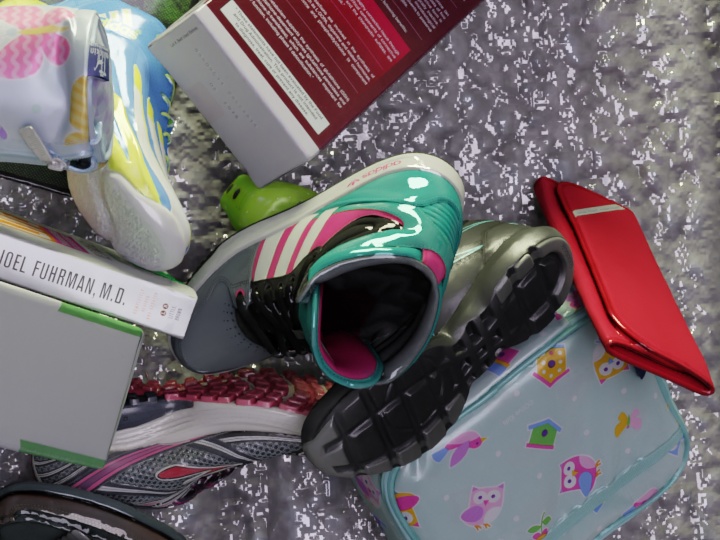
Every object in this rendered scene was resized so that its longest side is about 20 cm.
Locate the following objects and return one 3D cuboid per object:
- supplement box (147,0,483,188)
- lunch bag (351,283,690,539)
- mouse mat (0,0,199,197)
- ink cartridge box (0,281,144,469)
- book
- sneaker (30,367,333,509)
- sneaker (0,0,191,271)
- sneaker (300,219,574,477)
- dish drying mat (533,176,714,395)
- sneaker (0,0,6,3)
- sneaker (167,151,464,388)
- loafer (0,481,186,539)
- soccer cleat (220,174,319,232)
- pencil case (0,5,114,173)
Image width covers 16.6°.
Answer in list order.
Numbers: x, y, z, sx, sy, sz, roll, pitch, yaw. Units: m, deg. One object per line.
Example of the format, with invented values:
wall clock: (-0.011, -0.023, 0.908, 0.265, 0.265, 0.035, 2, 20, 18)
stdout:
supplement box: (-0.018, -0.151, 1.448, 0.109, 0.061, 0.200, 52, 55, -8)
lunch bag: (0.102, 0.109, 1.493, 0.200, 0.077, 0.161, -35, 120, -11)
mouse mat: (-0.204, -0.135, 1.462, 0.200, 0.008, 0.161, 15, 86, -14)
ink cartridge box: (-0.243, 0.037, 1.330, 0.146, 0.200, 0.084, 21, 83, -55)
book: (-0.200, -0.009, 1.395, 0.200, 0.134, 0.048, 19, 91, -15)
sneaker: (-0.094, 0.101, 1.449, 0.200, 0.081, 0.075, -3, 102, 6)
sneaker: (-0.131, -0.093, 1.410, 0.105, 0.076, 0.200, -26, 65, -26)
sneaker: (0.034, 0.042, 1.420, 0.200, 0.079, 0.075, -40, 134, -22)
dish drying mat: (0.156, 0.004, 1.470, 0.077, 0.200, 0.018, 24, 113, -21)
sneaker: (-0.236, -0.173, 1.404, 0.200, 0.088, 0.075, -39, 97, -13)
sneaker: (-0.027, 0.026, 1.361, 0.200, 0.121, 0.084, -33, 117, 22)
loafer: (-0.126, 0.186, 1.432, 0.200, 0.072, 0.063, 27, 50, -22)
soccer cleat: (0.000, 0.000, 1.490, 0.200, 0.081, 0.068, 36, 90, -34)
pencil case: (-0.228, -0.094, 1.316, 0.200, 0.083, 0.091, 1, 77, 3)
